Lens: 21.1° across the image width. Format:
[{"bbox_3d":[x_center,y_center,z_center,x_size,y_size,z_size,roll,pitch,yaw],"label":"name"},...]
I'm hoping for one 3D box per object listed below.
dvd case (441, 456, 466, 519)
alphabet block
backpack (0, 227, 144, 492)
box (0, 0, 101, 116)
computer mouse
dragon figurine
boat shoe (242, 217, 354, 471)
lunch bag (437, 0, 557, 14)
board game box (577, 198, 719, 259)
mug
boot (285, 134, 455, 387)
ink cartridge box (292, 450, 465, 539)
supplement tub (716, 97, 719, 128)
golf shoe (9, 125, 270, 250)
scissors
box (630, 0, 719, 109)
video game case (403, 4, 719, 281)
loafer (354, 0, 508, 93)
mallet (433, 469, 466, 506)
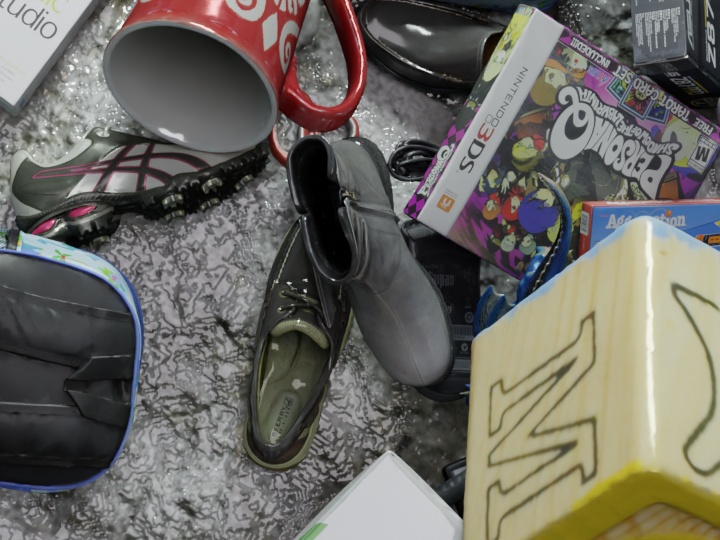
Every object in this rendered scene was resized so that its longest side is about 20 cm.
[{"bbox_3d":[0.178,0.182,1.488,0.199,0.018,0.143,-21,85,-11],"label":"dvd case"},{"bbox_3d":[0.197,0.120,1.278,0.195,0.196,0.201,26,47,-22],"label":"alphabet block"},{"bbox_3d":[-0.254,0.059,1.369,0.199,0.147,0.184,9,96,-5],"label":"backpack"},{"bbox_3d":[-0.266,-0.240,1.482,0.144,0.036,0.201,34,76,-2],"label":"box"},{"bbox_3d":[0.080,0.000,1.495,0.140,0.046,0.202,-3,85,-29],"label":"computer mouse"},{"bbox_3d":[0.122,0.034,1.407,0.059,0.201,0.099,31,50,25],"label":"dragon figurine"},{"bbox_3d":[-0.043,0.049,1.451,0.071,0.066,0.202,14,77,-3],"label":"boat shoe"},{"bbox_3d":[0.081,-0.294,1.520,0.198,0.082,0.162,7,81,-7],"label":"lunch bag"},{"bbox_3d":[0.259,-0.004,1.492,0.199,0.019,0.104,-2,106,-21],"label":"board game box"},{"bbox_3d":[-0.084,-0.193,1.443,0.178,0.133,0.201,44,47,-33],"label":"mug"},{"bbox_3d":[0.000,0.000,1.377,0.069,0.132,0.201,-24,90,15],"label":"boot"},{"bbox_3d":[-0.013,0.215,1.361,0.084,0.200,0.145,44,77,3],"label":"ink cartridge box"},{"bbox_3d":[0.377,-0.168,1.506,0.132,0.132,0.200,36,68,-1],"label":"supplement tub"},{"bbox_3d":[-0.167,-0.076,1.452,0.199,0.077,0.089,-19,77,-12],"label":"golf shoe"},{"bbox_3d":[-0.043,-0.050,1.465,0.073,0.014,0.201,15,59,-13],"label":"scissors"},{"bbox_3d":[0.248,-0.240,1.500,0.049,0.161,0.202,-6,79,26],"label":"box"},{"bbox_3d":[0.159,-0.074,1.467,0.199,0.036,0.182,30,92,-23],"label":"video game case"},{"bbox_3d":[0.090,-0.172,1.506,0.199,0.072,0.073,17,78,-5],"label":"loafer"},{"bbox_3d":[0.121,0.125,1.463,0.199,0.041,0.066,-22,85,-8],"label":"mallet"}]
